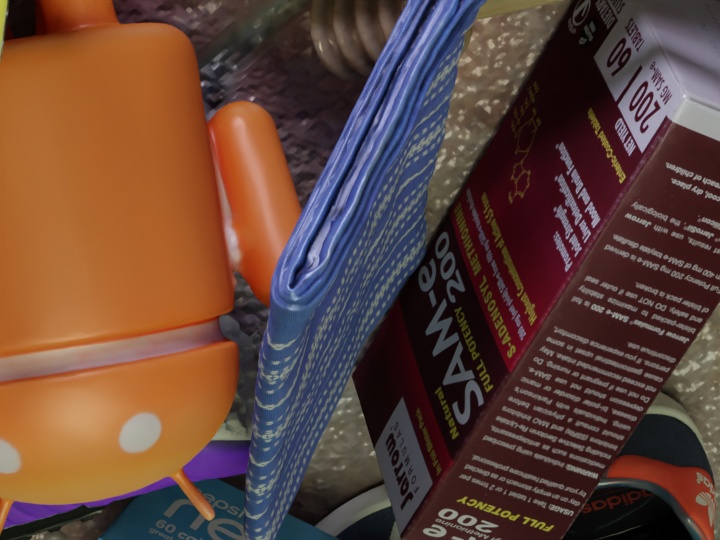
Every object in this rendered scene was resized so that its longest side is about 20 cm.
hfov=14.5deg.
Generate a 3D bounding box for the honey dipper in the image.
[{"bbox_3d":[0.069,-0.096,0.932,0.199,0.038,0.038,-9,134,39],"label":"honey dipper"}]

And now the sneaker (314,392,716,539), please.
[{"bbox_3d":[0.049,0.122,1.110,0.199,0.085,0.075,-31,124,10],"label":"sneaker"}]

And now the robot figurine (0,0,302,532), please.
[{"bbox_3d":[-0.100,-0.010,0.945,0.143,0.116,0.202,-10,93,-44],"label":"robot figurine"}]

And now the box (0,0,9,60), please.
[{"bbox_3d":[-0.110,-0.153,0.763,0.050,0.075,0.201,4,124,-12],"label":"box"}]

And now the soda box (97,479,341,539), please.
[{"bbox_3d":[-0.006,0.151,1.073,0.199,0.068,0.064,25,121,11],"label":"soda box"}]

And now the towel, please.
[{"bbox_3d":[0.000,0.000,0.947,0.024,0.145,0.200,23,152,7],"label":"towel"}]

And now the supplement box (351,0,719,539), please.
[{"bbox_3d":[0.075,0.000,1.019,0.061,0.109,0.201,19,117,-23],"label":"supplement box"}]

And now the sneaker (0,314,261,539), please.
[{"bbox_3d":[-0.122,0.066,1.054,0.199,0.070,0.100,2,130,-8],"label":"sneaker"}]
